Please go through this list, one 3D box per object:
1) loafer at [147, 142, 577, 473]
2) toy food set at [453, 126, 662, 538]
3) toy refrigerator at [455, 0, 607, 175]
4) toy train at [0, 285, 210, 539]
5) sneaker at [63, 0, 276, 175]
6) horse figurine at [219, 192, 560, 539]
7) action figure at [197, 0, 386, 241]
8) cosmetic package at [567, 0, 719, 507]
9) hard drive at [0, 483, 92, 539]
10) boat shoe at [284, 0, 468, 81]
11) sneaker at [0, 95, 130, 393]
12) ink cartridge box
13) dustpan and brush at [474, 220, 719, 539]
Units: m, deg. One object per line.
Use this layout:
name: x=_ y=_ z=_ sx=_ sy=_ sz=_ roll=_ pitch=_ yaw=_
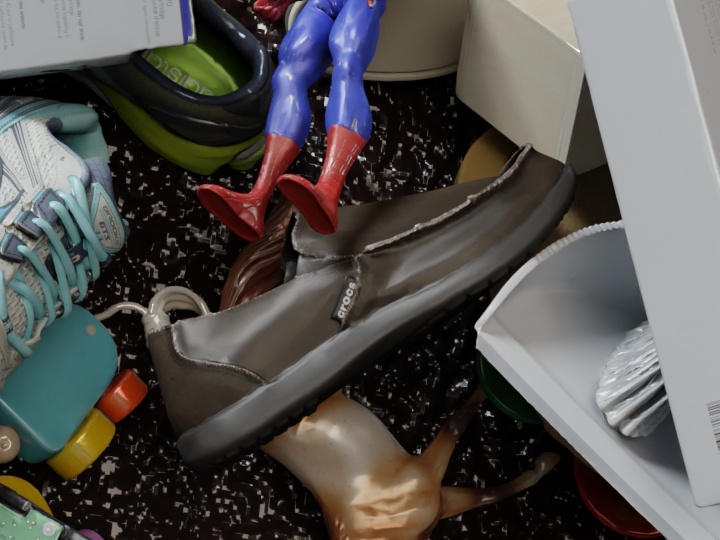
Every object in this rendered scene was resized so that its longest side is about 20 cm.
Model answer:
loafer: x=0.000 y=0.000 z=0.711 sx=0.200 sy=0.073 sz=0.071 roll=-34 pitch=85 yaw=-16
toy food set: x=0.139 y=0.020 z=0.800 sx=0.199 sy=0.049 sz=0.199 roll=0 pitch=68 yaw=-24
toy refrigerator: x=0.144 y=-0.111 z=0.805 sx=0.199 sy=0.070 sz=0.076 roll=-22 pitch=48 yaw=-32
toy train: x=-0.108 y=0.103 z=0.725 sx=0.150 sy=0.056 sz=0.201 roll=12 pitch=61 yaw=-39
sneaker: x=-0.115 y=-0.117 z=0.760 sx=0.199 sy=0.081 sz=0.074 roll=27 pitch=71 yaw=-7
horse figurine: x=0.002 y=0.061 z=0.764 sx=0.132 sy=0.050 sz=0.200 roll=-38 pitch=91 yaw=-26
action figure: x=-0.008 y=-0.107 z=0.726 sx=0.052 sy=0.065 sz=0.201 roll=46 pitch=50 yaw=-35
cosmetic package: x=0.167 y=-0.016 z=0.698 sx=0.150 sy=0.052 sz=0.201 roll=-1 pitch=74 yaw=-43
hard drive: x=-0.203 y=0.116 z=0.646 sx=0.199 sy=0.038 sz=0.140 roll=24 pitch=75 yaw=26
boat shoe: x=0.052 y=-0.139 z=0.831 sx=0.199 sy=0.057 sz=0.067 roll=-18 pitch=121 yaw=-16
sneaker: x=-0.133 y=-0.014 z=0.677 sx=0.086 sy=0.078 sz=0.200 roll=-6 pitch=36 yaw=-3
ink cartridge box: x=-0.157 y=-0.125 z=0.713 sx=0.199 sy=0.039 sz=0.100 roll=-4 pitch=92 yaw=17
dustpan and brush: x=0.143 y=0.018 z=0.737 sx=0.140 sy=0.057 sz=0.200 roll=45 pitch=34 yaw=2
